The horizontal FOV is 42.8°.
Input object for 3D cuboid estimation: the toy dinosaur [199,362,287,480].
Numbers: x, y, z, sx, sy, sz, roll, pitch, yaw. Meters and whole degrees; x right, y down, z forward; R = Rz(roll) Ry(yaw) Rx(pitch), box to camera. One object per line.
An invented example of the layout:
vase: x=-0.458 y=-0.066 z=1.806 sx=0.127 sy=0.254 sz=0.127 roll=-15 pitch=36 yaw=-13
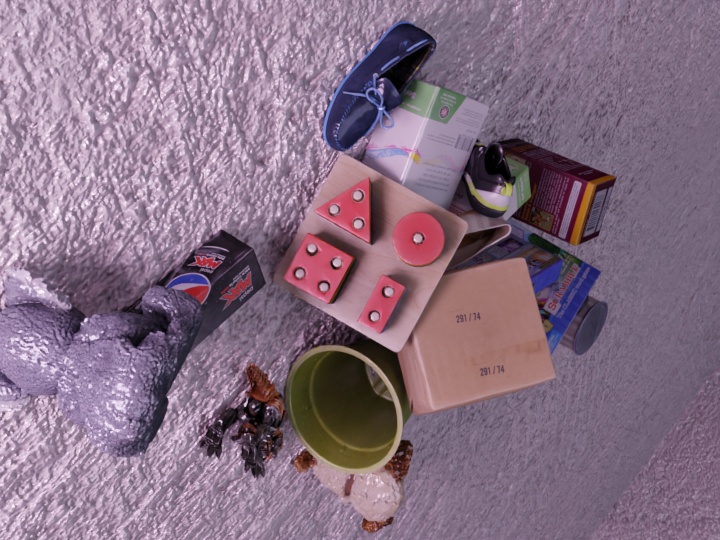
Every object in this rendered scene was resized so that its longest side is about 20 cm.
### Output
toy dinosaur: x=-0.153 y=0.210 z=1.305 sx=0.136 sy=0.102 sz=0.201 roll=-50 pitch=130 yaw=-42

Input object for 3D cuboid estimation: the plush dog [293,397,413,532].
plush dog: x=0.002 y=0.330 z=1.499 sx=0.160 sy=0.171 sz=0.201 roll=-13 pitch=125 yaw=-48

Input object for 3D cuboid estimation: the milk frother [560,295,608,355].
milk frother: x=0.334 y=0.090 z=1.752 sx=0.200 sy=0.188 sz=0.181 roll=-54 pitch=145 yaw=-10

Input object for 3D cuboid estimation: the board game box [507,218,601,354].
board game box: x=0.294 y=0.038 z=1.650 sx=0.201 sy=0.199 sz=0.041 roll=-58 pitch=168 yaw=-5

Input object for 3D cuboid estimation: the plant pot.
plant pot: x=0.016 y=0.182 z=1.424 sx=0.190 sy=0.199 sz=0.201 roll=-28 pitch=136 yaw=-58

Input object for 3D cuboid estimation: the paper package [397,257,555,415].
paper package: x=0.151 y=0.092 z=1.313 sx=0.199 sy=0.103 sz=0.192 roll=-13 pitch=87 yaw=-17

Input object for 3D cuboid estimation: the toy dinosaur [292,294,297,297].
toy dinosaur: x=0.000 y=0.000 z=1.340 sx=0.200 sy=0.086 sz=0.136 roll=-45 pitch=151 yaw=-13

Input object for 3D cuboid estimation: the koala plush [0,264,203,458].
koala plush: x=-0.287 y=0.088 z=0.937 sx=0.184 sy=0.199 sz=0.178 roll=-91 pitch=-156 yaw=-78

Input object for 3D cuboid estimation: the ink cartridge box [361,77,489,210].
ink cartridge box: x=0.083 y=-0.166 z=1.318 sx=0.145 sy=0.087 sz=0.201 roll=3 pitch=110 yaw=-54

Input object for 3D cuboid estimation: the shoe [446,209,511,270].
shoe: x=0.131 y=-0.041 z=1.318 sx=0.199 sy=0.053 sz=0.070 roll=-23 pitch=133 yaw=-27

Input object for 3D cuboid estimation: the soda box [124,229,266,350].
soda box: x=-0.209 y=0.043 z=1.104 sx=0.200 sy=0.063 sz=0.071 roll=-44 pitch=143 yaw=-25

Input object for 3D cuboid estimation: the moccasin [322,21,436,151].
moccasin: x=0.025 y=-0.241 z=1.201 sx=0.201 sy=0.068 sz=0.080 roll=-58 pitch=147 yaw=-4

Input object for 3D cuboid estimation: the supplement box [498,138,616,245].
supplement box: x=0.310 y=-0.135 z=1.540 sx=0.085 sy=0.199 sz=0.111 roll=-18 pitch=128 yaw=-47

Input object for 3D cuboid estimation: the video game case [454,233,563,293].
video game case: x=0.203 y=-0.007 z=1.509 sx=0.199 sy=0.181 sz=0.046 roll=-25 pitch=134 yaw=-41

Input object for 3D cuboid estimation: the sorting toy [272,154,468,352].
sorting toy: x=0.011 y=-0.025 z=1.215 sx=0.200 sy=0.199 sz=0.070 roll=-61 pitch=174 yaw=0

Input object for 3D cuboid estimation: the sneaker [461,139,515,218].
sneaker: x=0.190 y=-0.162 z=1.368 sx=0.071 sy=0.201 sz=0.083 roll=7 pitch=129 yaw=-23

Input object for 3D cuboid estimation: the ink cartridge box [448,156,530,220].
ink cartridge box: x=0.161 y=-0.103 z=1.440 sx=0.200 sy=0.117 sz=0.068 roll=-42 pitch=141 yaw=-25
